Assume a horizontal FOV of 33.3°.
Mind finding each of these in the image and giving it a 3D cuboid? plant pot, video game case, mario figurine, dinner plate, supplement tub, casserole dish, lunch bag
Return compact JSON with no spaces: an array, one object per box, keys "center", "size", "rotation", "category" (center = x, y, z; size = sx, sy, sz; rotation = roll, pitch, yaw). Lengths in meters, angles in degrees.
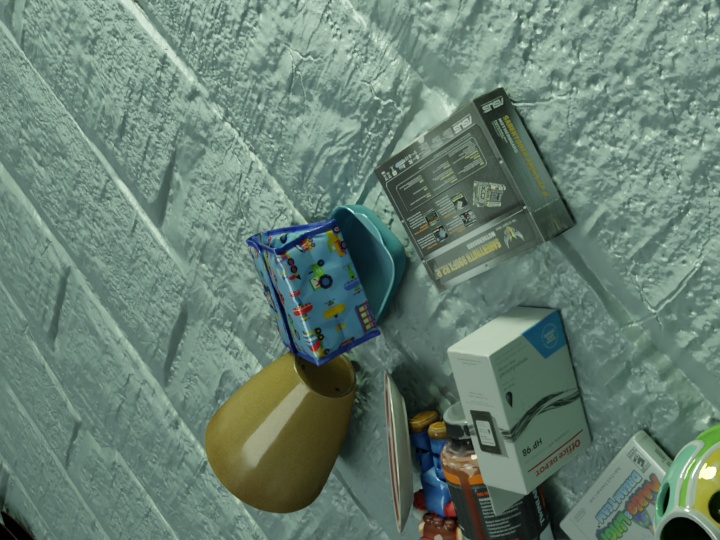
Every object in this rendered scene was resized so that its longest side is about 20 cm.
[{"center":[-0.089,0.194,1.622],"size":[0.187,0.186,0.201],"rotation":[50,132,18],"category":"plant pot"},{"center":[0.313,0.288,1.268],"size":[0.182,0.024,0.201],"rotation":[48,143,20],"category":"video game case"},{"center":[0.115,0.275,1.499],"size":[0.124,0.105,0.202],"rotation":[-106,9,-78],"category":"mario figurine"},{"center":[0.048,0.223,1.495],"size":[0.200,0.024,0.203],"rotation":[174,90,-89],"category":"dinner plate"},{"center":[0.154,0.247,1.377],"size":[0.106,0.106,0.202],"rotation":[3,115,52],"category":"supplement tub"},{"center":[0.000,0.000,1.475],"size":[0.121,0.039,0.201],"rotation":[48,143,21],"category":"casserole dish"},{"center":[-0.077,0.024,1.503],"size":[0.200,0.093,0.152],"rotation":[2,116,66],"category":"lunch bag"}]

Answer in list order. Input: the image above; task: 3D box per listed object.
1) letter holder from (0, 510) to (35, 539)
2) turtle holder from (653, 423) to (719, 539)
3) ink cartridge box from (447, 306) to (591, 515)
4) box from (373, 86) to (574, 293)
[{"center":[-0.923,0.685,3.110],"size":[0.199,0.100,0.144],"rotation":[21,126,44],"category":"letter holder"},{"center":[0.344,0.212,1.079],"size":[0.142,0.131,0.185],"rotation":[61,146,3],"category":"turtle holder"},{"center":[0.176,0.153,1.277],"size":[0.066,0.115,0.202],"rotation":[3,115,51],"category":"ink cartridge box"},{"center":[0.114,-0.079,1.261],"size":[0.159,0.048,0.200],"rotation":[61,146,1],"category":"box"}]
